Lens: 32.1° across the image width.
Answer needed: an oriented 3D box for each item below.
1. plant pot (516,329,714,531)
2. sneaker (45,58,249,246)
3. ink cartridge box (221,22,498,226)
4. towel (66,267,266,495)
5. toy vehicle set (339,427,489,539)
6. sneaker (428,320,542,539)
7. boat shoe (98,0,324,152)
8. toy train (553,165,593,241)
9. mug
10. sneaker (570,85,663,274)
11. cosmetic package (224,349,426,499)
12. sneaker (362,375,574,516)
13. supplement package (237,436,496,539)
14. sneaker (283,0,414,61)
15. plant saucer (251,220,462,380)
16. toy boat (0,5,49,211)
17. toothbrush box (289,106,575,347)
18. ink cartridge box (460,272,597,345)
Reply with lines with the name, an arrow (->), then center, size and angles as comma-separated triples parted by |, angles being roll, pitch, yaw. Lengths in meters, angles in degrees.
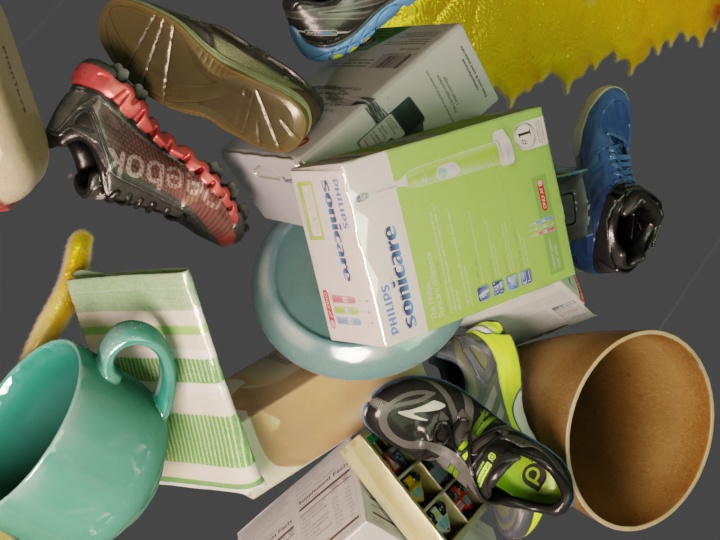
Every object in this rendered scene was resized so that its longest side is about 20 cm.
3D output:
plant pot -> 0.208, 0.137, 1.228 | 0.186, 0.200, 0.186 | -4, 98, -31
sneaker -> -0.180, -0.077, 1.038 | 0.200, 0.071, 0.098 | 45, 69, -25
ink cartridge box -> -0.002, -0.128, 1.099 | 0.200, 0.147, 0.083 | -41, 117, -20
towel -> -0.161, 0.091, 1.029 | 0.023, 0.153, 0.200 | -35, 115, -45
toy vehicle set -> 0.061, 0.182, 1.140 | 0.027, 0.200, 0.124 | -42, 82, 19
sneaker -> 0.110, 0.150, 1.139 | 0.081, 0.074, 0.200 | -11, 82, -30
boat shoe -> -0.122, -0.165, 1.034 | 0.066, 0.201, 0.072 | -44, 161, -58
toy train -> 0.125, -0.054, 1.204 | 0.200, 0.114, 0.087 | -13, 102, -30
mug -> -0.214, 0.140, 0.979 | 0.114, 0.185, 0.152 | 38, 44, -32
sneaker -> 0.271, -0.093, 1.292 | 0.077, 0.111, 0.200 | 15, 88, -32
cosmetic package -> -0.050, 0.113, 1.123 | 0.200, 0.105, 0.071 | -31, 112, -27
sneaker -> 0.098, 0.149, 1.061 | 0.200, 0.083, 0.071 | 28, 92, -6
supplement package -> 0.014, 0.276, 1.140 | 0.200, 0.111, 0.156 | 37, 111, -29
sneaker -> 0.011, -0.273, 1.125 | 0.200, 0.071, 0.083 | -44, 122, -17
plant saucer -> 0.000, 0.000, 1.100 | 0.200, 0.200, 0.027 | -48, 156, -18
toy boat -> -0.323, -0.134, 0.932 | 0.131, 0.131, 0.200 | -16, 106, 1
toothbrush box -> 0.062, -0.038, 1.009 | 0.200, 0.086, 0.146 | -20, 102, -31
ink cartridge box -> 0.153, 0.023, 1.206 | 0.200, 0.109, 0.050 | 30, 41, -64
